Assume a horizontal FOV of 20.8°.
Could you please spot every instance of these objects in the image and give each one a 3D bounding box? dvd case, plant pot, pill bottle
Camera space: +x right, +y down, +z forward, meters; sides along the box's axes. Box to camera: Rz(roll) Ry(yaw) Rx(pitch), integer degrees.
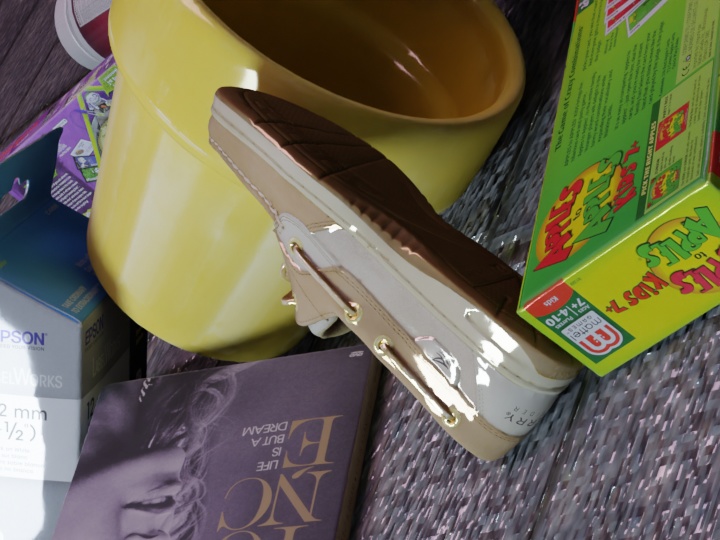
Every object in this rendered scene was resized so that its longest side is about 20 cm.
[{"bbox_3d":[-0.073,0.116,0.876,0.147,0.016,0.201,-9,40,19],"label":"dvd case"},{"bbox_3d":[-0.045,-0.065,0.975,0.202,0.199,0.190,-85,20,-54],"label":"plant pot"},{"bbox_3d":[-0.178,-0.228,1.620,0.199,0.109,0.110,-15,44,61],"label":"pill bottle"}]

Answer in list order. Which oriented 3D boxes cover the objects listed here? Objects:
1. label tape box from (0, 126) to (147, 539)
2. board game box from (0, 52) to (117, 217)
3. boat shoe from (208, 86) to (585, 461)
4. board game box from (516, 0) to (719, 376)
[{"bbox_3d":[-0.155,0.039,1.024,0.143,0.065,0.202,-63,-22,-74],"label":"label tape box"},{"bbox_3d":[-0.159,-0.073,1.320,0.199,0.120,0.033,-30,32,48],"label":"board game box"},{"bbox_3d":[0.000,0.000,0.795,0.200,0.073,0.070,42,114,28],"label":"boat shoe"},{"bbox_3d":[0.124,-0.065,0.771,0.101,0.047,0.201,-37,26,41],"label":"board game box"}]
